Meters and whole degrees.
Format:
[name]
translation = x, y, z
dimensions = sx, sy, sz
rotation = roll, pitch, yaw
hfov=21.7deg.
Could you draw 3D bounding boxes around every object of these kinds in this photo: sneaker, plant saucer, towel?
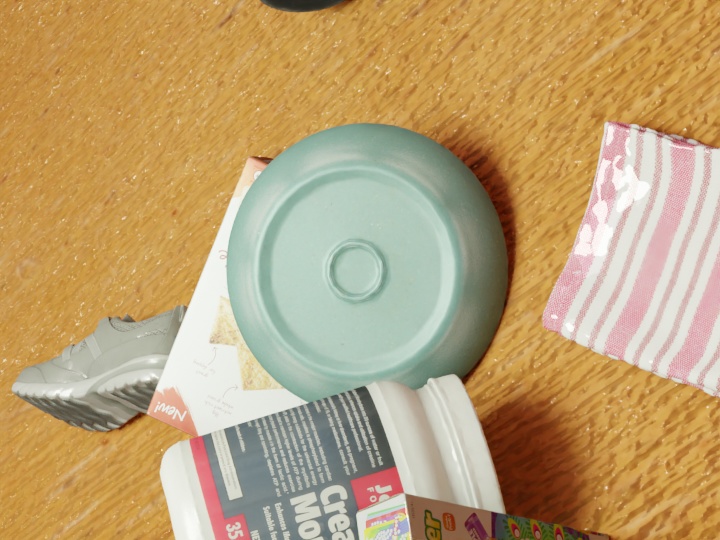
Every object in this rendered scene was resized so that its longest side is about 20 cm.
[sneaker]
translation = -0.202, 0.078, 1.532
dimensions = 0.199, 0.075, 0.083
rotation = -11, 56, 38
[plant saucer]
translation = 0.000, 0.000, 1.276
dimensions = 0.198, 0.036, 0.202
rotation = 0, 92, 11
[towel]
translation = 0.205, -0.004, 1.150
dimensions = 0.199, 0.030, 0.148
rotation = 21, 95, 47

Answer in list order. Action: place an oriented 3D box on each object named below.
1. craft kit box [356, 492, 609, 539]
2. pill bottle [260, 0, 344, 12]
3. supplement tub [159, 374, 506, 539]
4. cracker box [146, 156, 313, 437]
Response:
[craft kit box]
translation = 0.089, 0.239, 1.076
dimensions = 0.048, 0.196, 0.202
rotation = -29, 60, 38
[pill bottle]
translation = -0.050, -0.306, 1.444
dimensions = 0.111, 0.111, 0.202
rotation = -27, 60, 38
[supplement tub]
translation = -0.017, 0.152, 1.191
dimensions = 0.198, 0.141, 0.141
rotation = -16, 58, -5
[cracker box]
translation = -0.052, 0.036, 1.336
dimensions = 0.133, 0.058, 0.202
rotation = 23, 97, 8
